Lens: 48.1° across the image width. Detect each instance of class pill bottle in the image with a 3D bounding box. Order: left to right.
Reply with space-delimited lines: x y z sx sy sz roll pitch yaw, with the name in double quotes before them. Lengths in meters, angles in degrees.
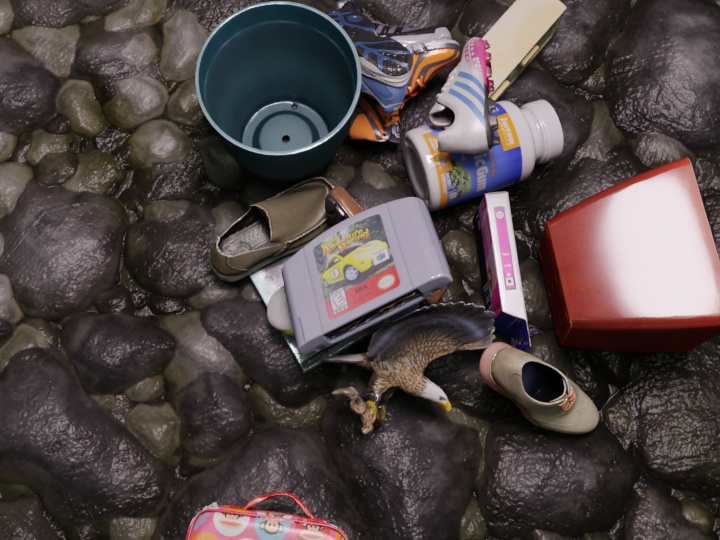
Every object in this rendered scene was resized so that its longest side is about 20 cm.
"pill bottle" 0.165 -0.161 1.082 0.197 0.112 0.113 -19 75 -8

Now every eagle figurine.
"eagle figurine" 0.068 0.107 0.987 0.150 0.152 0.201 38 91 -32

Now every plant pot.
"plant pot" -0.099 -0.202 1.039 0.196 0.188 0.203 1 73 -2
"plant pot" 0.326 0.004 1.011 0.173 0.200 0.203 -11 74 5

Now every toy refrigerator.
"toy refrigerator" 0.205 -0.304 1.145 0.070 0.076 0.200 39 75 8

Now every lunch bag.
"lunch bag" -0.111 0.347 0.934 0.197 0.082 0.179 10 73 0

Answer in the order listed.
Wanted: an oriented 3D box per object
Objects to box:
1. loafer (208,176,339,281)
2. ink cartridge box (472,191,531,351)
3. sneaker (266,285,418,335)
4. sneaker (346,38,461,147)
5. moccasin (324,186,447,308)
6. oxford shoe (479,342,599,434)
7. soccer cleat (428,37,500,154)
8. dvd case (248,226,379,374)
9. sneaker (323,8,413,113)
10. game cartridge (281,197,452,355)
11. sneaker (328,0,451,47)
"loafer" -0.106 -0.057 1.036 0.199 0.070 0.075 -36 78 -12
"ink cartridge box" 0.181 0.009 1.042 0.036 0.095 0.203 -6 74 -5
"sneaker" -0.016 0.052 1.013 0.197 0.105 0.077 -8 67 26
"sneaker" 0.056 -0.234 1.108 0.198 0.077 0.114 -20 81 19
"moccasin" 0.037 -0.038 1.042 0.201 0.074 0.078 39 68 -7
"oxford shoe" 0.231 0.155 0.978 0.199 0.074 0.072 29 81 -28
"soccer cleat" 0.128 -0.226 1.023 0.085 0.070 0.202 -6 48 11
"dvd case" -0.063 0.013 1.065 0.145 0.022 0.202 -28 78 -11
"sneaker" -0.004 -0.277 1.051 0.075 0.078 0.201 -20 48 -20
"game cartridge" 0.000 0.000 0.942 0.198 0.041 0.134 -27 51 14
"sneaker" 0.025 -0.341 1.144 0.197 0.076 0.115 -15 78 -5
